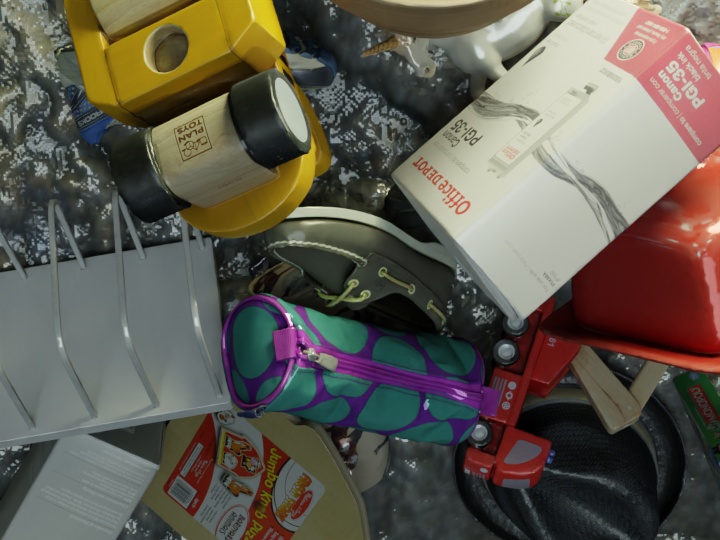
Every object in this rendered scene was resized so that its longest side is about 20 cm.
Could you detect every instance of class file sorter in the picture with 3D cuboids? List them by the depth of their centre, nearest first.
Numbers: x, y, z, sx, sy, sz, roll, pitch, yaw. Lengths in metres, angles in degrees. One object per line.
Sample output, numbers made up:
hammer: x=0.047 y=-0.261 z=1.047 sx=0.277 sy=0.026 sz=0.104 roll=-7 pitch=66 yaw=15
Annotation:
file sorter: x=-0.205 y=0.028 z=1.111 sx=0.199 sy=0.139 sz=0.125 roll=-10 pitch=151 yaw=0

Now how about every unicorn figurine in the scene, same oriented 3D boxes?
unicorn figurine: x=0.105 y=-0.166 z=1.118 sx=0.200 sy=0.074 sz=0.138 roll=-40 pitch=111 yaw=-5

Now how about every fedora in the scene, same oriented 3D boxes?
fedora: x=0.175 y=0.174 z=1.254 sx=0.199 sy=0.092 sz=0.202 roll=-2 pitch=114 yaw=-4

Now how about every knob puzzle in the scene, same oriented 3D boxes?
knob puzzle: x=-0.068 y=0.177 z=1.214 sx=0.219 sy=0.030 sz=0.221 roll=14 pitch=122 yaw=24

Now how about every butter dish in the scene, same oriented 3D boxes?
butter dish: x=0.236 y=-0.033 z=1.084 sx=0.199 sy=0.199 sz=0.149 roll=-29 pitch=112 yaw=-29

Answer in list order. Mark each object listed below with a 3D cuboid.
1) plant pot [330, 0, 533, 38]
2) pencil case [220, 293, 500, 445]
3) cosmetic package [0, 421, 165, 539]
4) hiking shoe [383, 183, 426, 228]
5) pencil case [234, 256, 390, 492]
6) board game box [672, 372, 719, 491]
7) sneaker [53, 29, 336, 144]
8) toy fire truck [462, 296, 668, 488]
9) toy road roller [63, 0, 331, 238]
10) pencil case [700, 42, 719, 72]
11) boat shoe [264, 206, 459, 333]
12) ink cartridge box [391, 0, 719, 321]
plant pot: x=0.049 y=-0.223 z=1.042 sx=0.200 sy=0.202 sz=0.093 roll=-8 pitch=149 yaw=-1
pencil case: x=-0.001 y=0.075 z=1.118 sx=0.199 sy=0.092 sz=0.086 roll=13 pitch=81 yaw=-38
cosmetic package: x=-0.234 y=0.188 z=1.222 sx=0.090 sy=0.107 sz=0.201 roll=24 pitch=112 yaw=-15
hiking shoe: x=0.117 y=-0.033 z=1.168 sx=0.199 sy=0.076 sz=0.101 roll=-5 pitch=111 yaw=-4
pencil case: x=-0.033 y=0.085 z=1.206 sx=0.089 sy=0.078 sz=0.201 roll=-18 pitch=115 yaw=-8
board game box: x=0.313 y=0.191 z=1.251 sx=0.029 sy=0.135 sz=0.201 roll=-24 pitch=113 yaw=7
sneaker: x=-0.114 y=-0.127 z=1.110 sx=0.199 sy=0.077 sz=0.086 roll=-1 pitch=110 yaw=7
toy fire truck: x=0.170 y=0.081 z=1.195 sx=0.140 sy=0.049 sz=0.201 roll=17 pitch=75 yaw=9
toy road roller: x=-0.096 y=-0.118 z=1.024 sx=0.122 sy=0.146 sz=0.201 roll=-23 pitch=72 yaw=15
pencil case: x=0.343 y=-0.137 z=1.137 sx=0.199 sy=0.088 sz=0.089 roll=-7 pitch=114 yaw=1
boat shoe: x=0.002 y=0.000 z=1.115 sx=0.201 sy=0.072 sz=0.061 roll=19 pitch=72 yaw=-51
ink cartridge box: x=0.134 y=-0.080 z=1.037 sx=0.200 sy=0.147 sz=0.083 roll=-41 pitch=115 yaw=1
